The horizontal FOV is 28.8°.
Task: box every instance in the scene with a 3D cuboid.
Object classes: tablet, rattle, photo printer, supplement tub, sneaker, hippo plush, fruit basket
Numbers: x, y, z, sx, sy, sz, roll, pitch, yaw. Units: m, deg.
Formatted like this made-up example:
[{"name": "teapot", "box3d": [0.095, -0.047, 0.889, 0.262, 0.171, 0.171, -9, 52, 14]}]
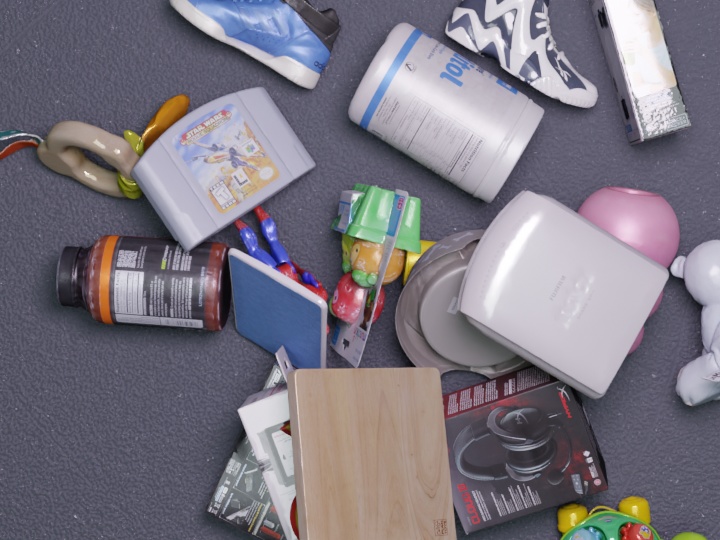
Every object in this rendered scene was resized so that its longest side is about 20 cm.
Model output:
[{"name": "tablet", "box3d": [-0.093, 0.053, 1.606, 0.129, 0.201, 0.014, 29, 63, 14]}, {"name": "rattle", "box3d": [-0.327, -0.174, 1.674, 0.198, 0.130, 0.144, 14, 81, 28]}, {"name": "photo printer", "box3d": [0.214, 0.021, 1.529, 0.199, 0.069, 0.167, 31, 89, -8]}, {"name": "supplement tub", "box3d": [-0.254, 0.013, 1.657, 0.197, 0.107, 0.108, 5, 92, 2]}, {"name": "sneaker", "box3d": [-0.118, -0.309, 1.654, 0.198, 0.077, 0.112, 29, 98, -3]}, {"name": "supplement tub", "box3d": [0.098, -0.183, 1.626, 0.199, 0.132, 0.133, 31, 93, 0]}, {"name": "hippo plush", "box3d": [0.412, 0.054, 1.618, 0.159, 0.199, 0.162, -33, 69, 33]}, {"name": "fruit basket", "box3d": [0.000, 0.000, 1.609, 0.093, 0.185, 0.202, 21, 92, -12]}, {"name": "sneaker", "box3d": [0.212, -0.286, 1.643, 0.198, 0.079, 0.130, 32, 101, 11]}]

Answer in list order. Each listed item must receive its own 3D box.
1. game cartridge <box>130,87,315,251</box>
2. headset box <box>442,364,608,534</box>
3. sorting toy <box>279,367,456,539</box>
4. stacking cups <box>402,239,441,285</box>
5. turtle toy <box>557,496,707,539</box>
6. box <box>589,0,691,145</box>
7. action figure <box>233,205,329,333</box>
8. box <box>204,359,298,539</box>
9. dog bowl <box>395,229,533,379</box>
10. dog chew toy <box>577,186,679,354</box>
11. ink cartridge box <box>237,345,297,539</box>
[{"name": "game cartridge", "box3d": [-0.162, -0.127, 1.638, 0.199, 0.041, 0.134, -36, 95, -28]}, {"name": "headset box", "box3d": [0.171, 0.206, 1.635, 0.198, 0.077, 0.150, -19, 105, 11]}, {"name": "sorting toy", "box3d": [0.000, 0.212, 1.534, 0.197, 0.069, 0.203, 2, 78, -36]}, {"name": "stacking cups", "box3d": [0.150, -0.003, 1.663, 0.197, 0.061, 0.061, 5, 92, 2]}, {"name": "turtle toy", "box3d": [0.318, 0.346, 1.649, 0.197, 0.101, 0.148, -7, 92, 2]}, {"name": "box", "box3d": [0.319, -0.251, 1.624, 0.059, 0.117, 0.202, -16, 93, 5]}, {"name": "action figure", "box3d": [-0.095, -0.001, 1.647, 0.065, 0.052, 0.201, -20, 62, -35]}, {"name": "box", "box3d": [-0.075, 0.231, 1.685, 0.156, 0.050, 0.202, 25, 93, 1]}, {"name": "dog bowl", "box3d": [0.138, 0.042, 1.628, 0.197, 0.059, 0.202, 0, 122, 0]}, {"name": "dog chew toy", "box3d": [0.301, 0.007, 1.635, 0.123, 0.125, 0.203, 8, 101, 2]}, {"name": "ink cartridge box", "box3d": [-0.085, 0.194, 1.600, 0.067, 0.116, 0.202, -20, 91, 1]}]
